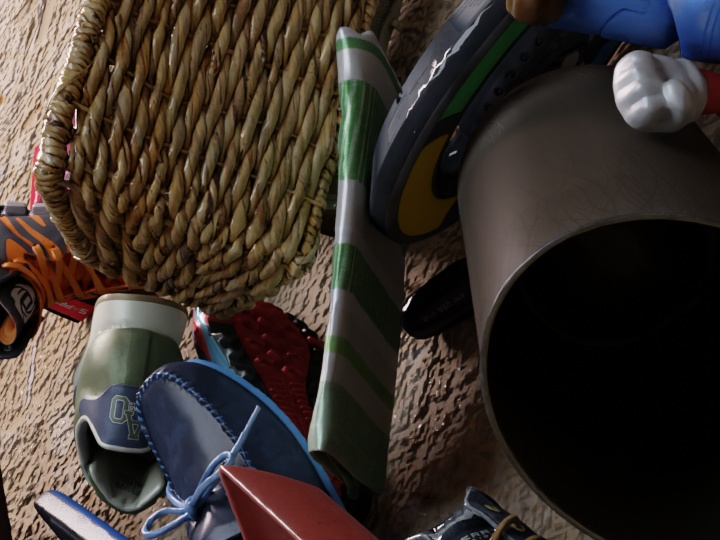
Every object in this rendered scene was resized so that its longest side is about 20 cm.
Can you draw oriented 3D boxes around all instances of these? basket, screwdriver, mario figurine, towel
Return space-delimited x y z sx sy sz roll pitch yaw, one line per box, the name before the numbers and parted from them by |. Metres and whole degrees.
basket | -0.093 -0.093 1.295 0.143 0.149 0.200 -25 48 62
screwdriver | 0.084 -0.018 1.236 0.200 0.028 0.029 -40 67 42
basket | 0.110 0.003 1.065 0.136 0.180 0.200 -45 25 14
mario figurine | 0.164 -0.115 1.035 0.106 0.200 0.124 -53 -22 -63
towel | 0.000 0.000 1.227 0.153 0.023 0.200 58 -143 -73

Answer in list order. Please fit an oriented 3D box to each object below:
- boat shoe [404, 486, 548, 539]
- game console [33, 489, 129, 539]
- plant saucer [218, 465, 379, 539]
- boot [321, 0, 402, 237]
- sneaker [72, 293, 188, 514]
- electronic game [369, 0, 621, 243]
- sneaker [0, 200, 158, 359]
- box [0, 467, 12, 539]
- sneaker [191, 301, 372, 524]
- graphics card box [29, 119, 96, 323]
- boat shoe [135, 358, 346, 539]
boat shoe | 0.061 0.131 1.034 0.071 0.091 0.200 -34 -5 -21
game console | -0.119 0.223 1.288 0.118 0.171 0.200 -42 22 -14
plant saucer | 0.022 0.187 1.072 0.037 0.200 0.200 -27 26 -16
boot | -0.010 -0.098 1.399 0.200 0.072 0.155 21 90 64
sneaker | -0.126 0.090 1.384 0.200 0.067 0.090 103 172 -65
electronic game | 0.075 -0.093 1.186 0.042 0.200 0.200 41 109 15
sneaker | -0.165 0.006 1.467 0.112 0.200 0.078 -82 -15 -62
box | -0.288 0.148 1.484 0.166 0.164 0.200 -120 22 -54
sneaker | -0.064 0.087 1.346 0.096 0.079 0.200 -52 32 24
graphics card box | -0.135 -0.070 1.602 0.200 0.051 0.126 -37 40 38
boat shoe | -0.049 0.120 1.218 0.200 0.069 0.084 47 131 27
